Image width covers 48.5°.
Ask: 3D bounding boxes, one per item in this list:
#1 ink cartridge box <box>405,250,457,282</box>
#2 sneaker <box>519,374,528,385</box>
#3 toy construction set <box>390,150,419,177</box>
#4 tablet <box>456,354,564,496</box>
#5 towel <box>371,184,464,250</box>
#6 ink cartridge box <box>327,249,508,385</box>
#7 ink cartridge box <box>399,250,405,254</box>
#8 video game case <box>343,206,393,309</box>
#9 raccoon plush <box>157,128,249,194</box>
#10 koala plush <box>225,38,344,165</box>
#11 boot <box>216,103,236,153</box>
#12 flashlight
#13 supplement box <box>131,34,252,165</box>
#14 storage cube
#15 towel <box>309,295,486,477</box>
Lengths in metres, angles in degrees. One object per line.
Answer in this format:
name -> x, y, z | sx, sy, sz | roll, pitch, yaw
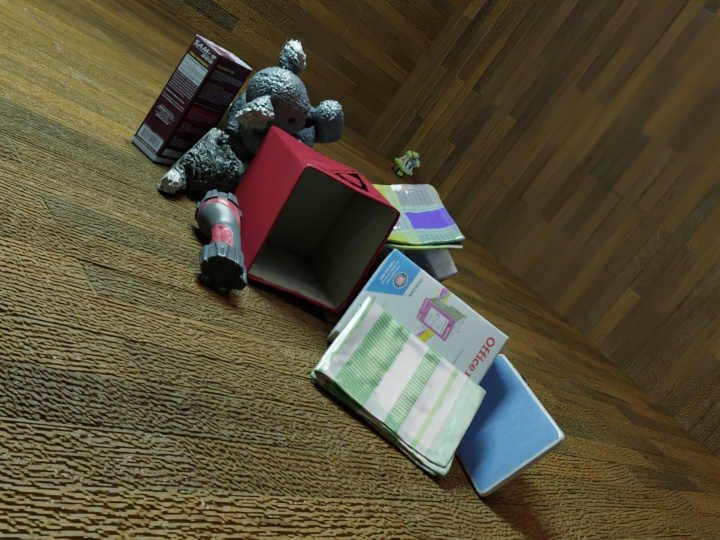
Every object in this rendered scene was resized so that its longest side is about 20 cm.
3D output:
ink cartridge box -> 0.116, 0.024, 1.347 | 0.175, 0.043, 0.200 | 66, -15, 4
sneaker -> 0.206, 0.196, 1.174 | 0.075, 0.116, 0.200 | 37, 13, 2
toy construction set -> 0.203, -0.481, 3.544 | 0.092, 0.132, 0.200 | 36, 13, -9
tablet -> 0.176, 0.199, 1.062 | 0.014, 0.130, 0.200 | 52, 4, -30
towel -> 0.073, -0.088, 1.250 | 0.142, 0.023, 0.201 | 1, 30, -10
ink cartridge box -> 0.078, 0.092, 1.082 | 0.199, 0.145, 0.085 | 38, -16, -2
ink cartridge box -> 0.006, -0.066, 1.391 | 0.083, 0.177, 0.200 | -10, 33, -16
video game case -> 0.000, 0.000, 1.255 | 0.018, 0.145, 0.200 | -6, 37, -32
raccoon plush -> -0.234, -0.126, 1.255 | 0.134, 0.096, 0.201 | 48, 40, -16
koala plush -> -0.134, -0.252, 1.264 | 0.183, 0.178, 0.200 | 32, -16, 6
boot -> -0.191, -0.248, 1.446 | 0.199, 0.073, 0.155 | 36, 18, 9
flashlight -> -0.187, -0.042, 1.051 | 0.200, 0.067, 0.069 | -107, -175, -63
supplement box -> -0.271, -0.268, 1.291 | 0.061, 0.201, 0.109 | 40, 12, 16
storage cube -> -0.078, -0.077, 1.168 | 0.170, 0.201, 0.180 | 23, 15, -32
towel -> 0.052, 0.139, 0.982 | 0.199, 0.023, 0.153 | 38, 49, -1
